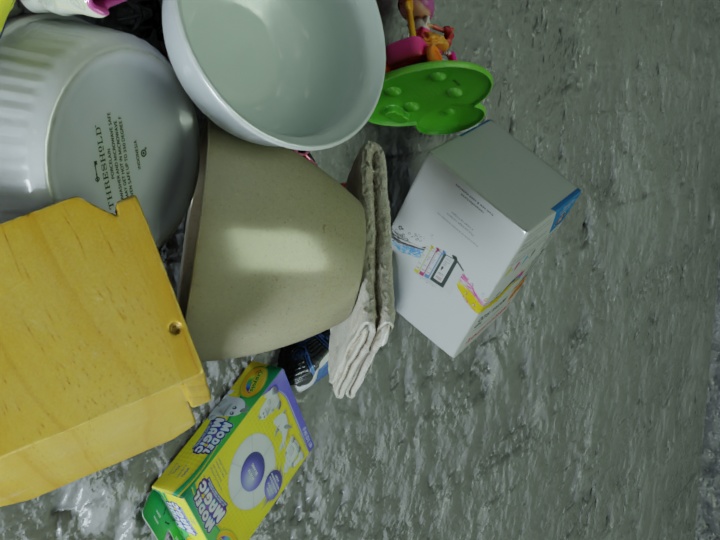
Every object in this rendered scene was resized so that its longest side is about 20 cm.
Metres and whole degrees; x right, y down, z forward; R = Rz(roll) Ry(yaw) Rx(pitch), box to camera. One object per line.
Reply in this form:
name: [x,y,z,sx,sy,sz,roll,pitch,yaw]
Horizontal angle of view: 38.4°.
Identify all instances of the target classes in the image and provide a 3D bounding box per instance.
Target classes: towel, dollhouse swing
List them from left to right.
dollhouse swing: [-0.225,0.067,0.754,0.197,0.176,0.185,-22,89,-11]
towel: [0.000,0.000,0.923,0.133,0.034,0.203,116,-23,-54]

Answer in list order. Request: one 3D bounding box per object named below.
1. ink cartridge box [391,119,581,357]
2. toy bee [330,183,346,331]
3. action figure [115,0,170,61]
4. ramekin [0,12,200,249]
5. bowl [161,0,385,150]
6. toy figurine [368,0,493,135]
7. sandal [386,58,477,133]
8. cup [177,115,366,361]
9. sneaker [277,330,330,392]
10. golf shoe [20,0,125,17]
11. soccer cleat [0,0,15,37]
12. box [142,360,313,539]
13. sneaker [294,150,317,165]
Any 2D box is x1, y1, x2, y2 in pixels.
ink cartridge box: [0.127,-0.037,1.196,0.147,0.144,0.202,-33,157,-48]
toy bee: [-0.056,-0.003,1.050,0.201,0.107,0.133,-74,148,-59]
action figure: [-0.135,-0.232,0.885,0.199,0.068,0.133,-28,126,-48]
ramekin: [-0.206,-0.091,0.781,0.201,0.093,0.207,-20,114,-54]
bowl: [-0.081,-0.181,0.811,0.198,0.090,0.206,12,72,-39]
toy figurine: [0.065,-0.265,1.122,0.199,0.148,0.188,19,60,-62]
sandal: [0.068,-0.215,1.225,0.200,0.049,0.084,14,75,-44]
cup: [-0.074,-0.018,0.868,0.140,0.200,0.205,7,92,-13]
sneaker: [-0.018,0.069,1.128,0.200,0.075,0.078,-48,130,-39]
golf shoe: [-0.161,-0.249,0.767,0.201,0.091,0.076,-49,145,-25]
soccer cleat: [-0.250,-0.199,0.689,0.201,0.064,0.084,-50,156,-13]
box: [-0.128,0.201,1.017,0.201,0.048,0.119,-51,136,-36]
sneaker: [-0.074,-0.114,0.938,0.079,0.094,0.202,-47,152,-26]
